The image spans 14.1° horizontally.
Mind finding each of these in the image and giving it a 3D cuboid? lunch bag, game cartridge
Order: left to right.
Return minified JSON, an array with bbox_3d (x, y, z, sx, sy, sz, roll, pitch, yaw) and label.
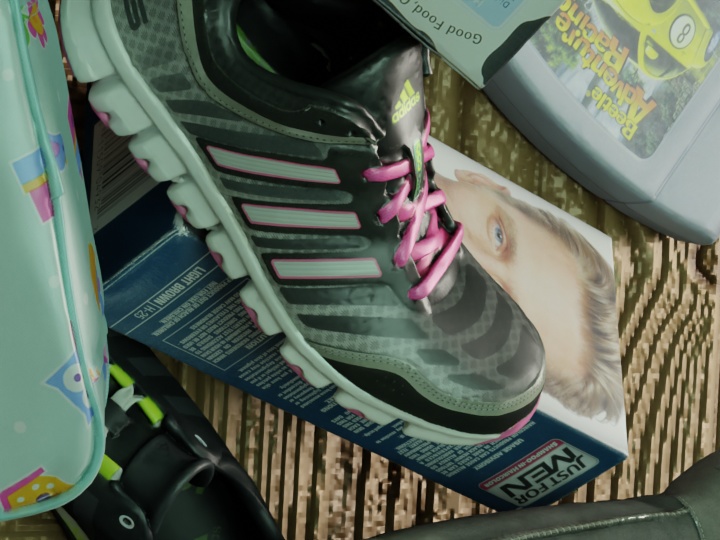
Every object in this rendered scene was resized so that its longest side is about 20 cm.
[{"bbox_3d":[-0.163,-0.019,0.867,0.160,0.077,0.201,-10,103,0],"label":"lunch bag"},{"bbox_3d":[0.097,-0.109,1.093,0.200,0.041,0.133,45,73,-27],"label":"game cartridge"}]

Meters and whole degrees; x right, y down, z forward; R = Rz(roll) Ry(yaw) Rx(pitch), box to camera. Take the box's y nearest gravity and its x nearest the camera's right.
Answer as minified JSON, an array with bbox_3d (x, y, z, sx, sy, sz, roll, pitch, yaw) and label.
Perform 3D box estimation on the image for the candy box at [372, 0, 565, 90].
[{"bbox_3d":[0.065,-0.176,0.892,0.071,0.168,0.200,37,105,-23],"label":"candy box"}]

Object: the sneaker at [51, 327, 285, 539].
[{"bbox_3d":[-0.078,0.049,0.956,0.072,0.083,0.200,-50,117,-21],"label":"sneaker"}]

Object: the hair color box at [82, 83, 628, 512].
[{"bbox_3d":[0.000,0.000,0.994,0.200,0.060,0.100,27,45,-32],"label":"hair color box"}]

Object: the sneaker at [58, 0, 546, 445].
[{"bbox_3d":[-0.002,-0.032,0.893,0.200,0.087,0.074,49,39,-9],"label":"sneaker"}]

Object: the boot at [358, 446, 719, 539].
[{"bbox_3d":[0.058,0.133,1.014,0.200,0.073,0.182,-21,144,-37],"label":"boot"}]
